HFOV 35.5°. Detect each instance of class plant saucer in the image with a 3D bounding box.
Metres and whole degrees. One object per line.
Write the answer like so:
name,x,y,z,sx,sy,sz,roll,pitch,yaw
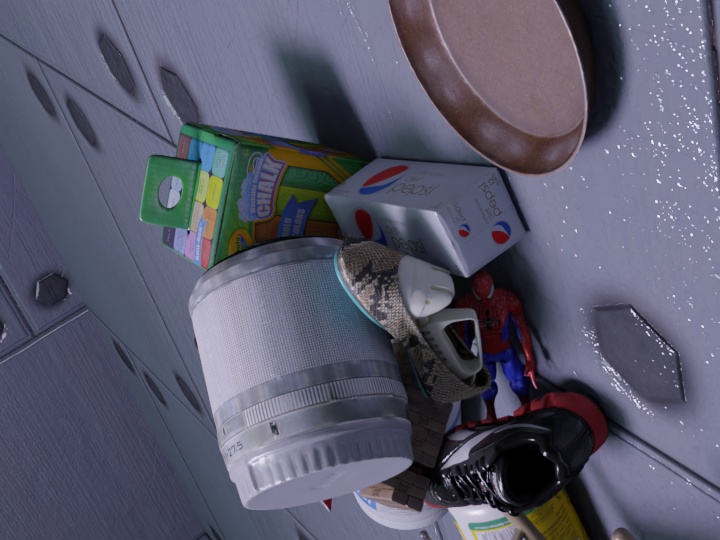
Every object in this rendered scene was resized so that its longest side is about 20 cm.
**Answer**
plant saucer,0.089,-0.157,0.750,0.200,0.034,0.200,47,159,25

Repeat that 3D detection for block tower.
block tower,0.051,0.113,1.021,0.054,0.201,0.058,27,162,-28

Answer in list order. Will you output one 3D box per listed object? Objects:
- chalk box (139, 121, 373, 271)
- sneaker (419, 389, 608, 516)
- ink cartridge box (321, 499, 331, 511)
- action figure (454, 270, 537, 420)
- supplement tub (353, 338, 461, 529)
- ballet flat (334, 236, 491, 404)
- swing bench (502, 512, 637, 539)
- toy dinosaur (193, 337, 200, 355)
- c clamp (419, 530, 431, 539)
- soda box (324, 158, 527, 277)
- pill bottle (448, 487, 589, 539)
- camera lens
chalk box,-0.105,-0.064,1.054,0.124,0.199,0.125,25,107,54
sneaker,0.116,0.171,0.973,0.200,0.098,0.071,-28,100,36
ink cartridge box,-0.077,0.170,1.258,0.176,0.045,0.200,47,180,-1
action figure,0.121,0.077,0.990,0.052,0.065,0.200,-81,-20,-49
supplement tub,0.045,0.180,1.219,0.132,0.132,0.200,43,155,33
ballet flat,0.055,0.037,0.904,0.075,0.068,0.200,-11,135,26
swing bench,0.213,0.297,0.916,0.200,0.130,0.199,31,165,-14
toy dinosaur,-0.100,0.018,1.189,0.200,0.135,0.086,-86,-5,-53
c clamp,0.135,0.295,1.176,0.027,0.200,0.171,-24,98,24
soda box,0.049,-0.049,0.953,0.200,0.068,0.064,14,136,62
pill bottle,0.170,0.276,1.105,0.113,0.113,0.200,11,131,63
camera lens,-0.050,0.082,0.940,0.160,0.159,0.201,111,145,-66
